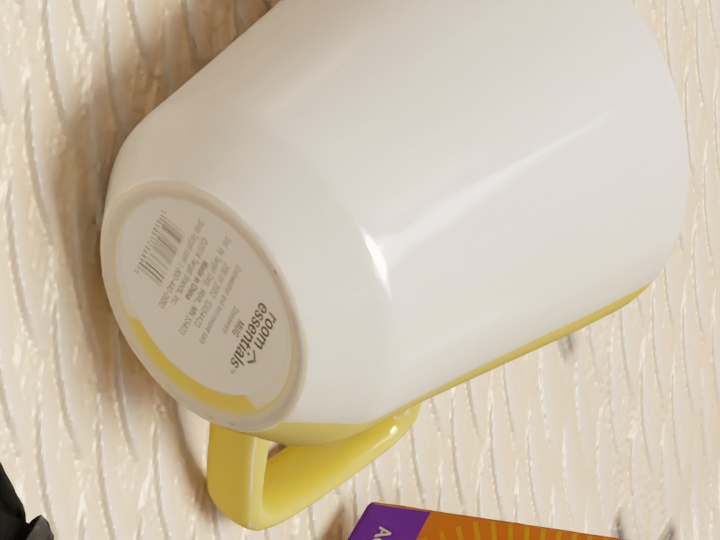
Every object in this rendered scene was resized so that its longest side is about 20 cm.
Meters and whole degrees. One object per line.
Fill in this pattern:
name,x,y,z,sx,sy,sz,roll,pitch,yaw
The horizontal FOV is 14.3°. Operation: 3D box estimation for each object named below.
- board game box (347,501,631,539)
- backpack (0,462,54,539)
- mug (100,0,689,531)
board game box,0.072,0.229,0.969,0.200,0.199,0.201,-58,143,-40
backpack,-0.182,0.016,0.575,0.200,0.153,0.192,7,64,-64
mug,0.005,-0.004,0.902,0.153,0.149,0.188,-34,117,-41
